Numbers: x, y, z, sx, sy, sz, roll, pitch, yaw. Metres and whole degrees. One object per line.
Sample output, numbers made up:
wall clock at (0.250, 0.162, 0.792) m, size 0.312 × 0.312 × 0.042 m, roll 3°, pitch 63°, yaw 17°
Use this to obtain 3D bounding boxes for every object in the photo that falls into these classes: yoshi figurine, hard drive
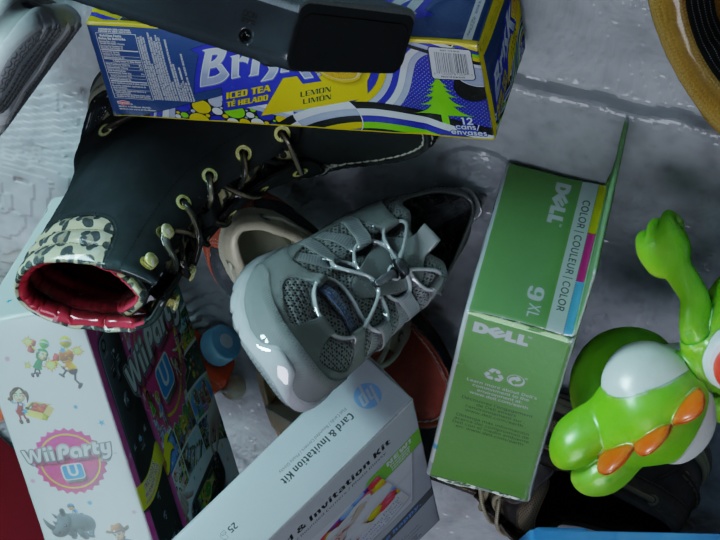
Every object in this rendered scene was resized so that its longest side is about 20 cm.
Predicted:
yoshi figurine at (0.176, 0.032, 1.270) m, size 0.200 × 0.113 × 0.112 m, roll -37°, pitch 161°, yaw 11°
hard drive at (-0.091, -0.131, 1.122) m, size 0.199 × 0.139 × 0.033 m, roll 19°, pitch 101°, yaw 19°

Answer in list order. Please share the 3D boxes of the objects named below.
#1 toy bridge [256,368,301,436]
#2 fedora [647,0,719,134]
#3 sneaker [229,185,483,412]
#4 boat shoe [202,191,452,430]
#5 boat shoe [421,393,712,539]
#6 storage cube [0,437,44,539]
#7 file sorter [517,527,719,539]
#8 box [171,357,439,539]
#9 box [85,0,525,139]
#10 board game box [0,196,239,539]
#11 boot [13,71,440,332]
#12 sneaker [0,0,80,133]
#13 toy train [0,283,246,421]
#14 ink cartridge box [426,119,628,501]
toy bridge at (-0.028, 0.088, 1.470) m, size 0.067 × 0.027 × 0.201 m, roll 25°, pitch 142°, yaw 47°
fedora at (0.212, -0.128, 1.071) m, size 0.200 × 0.082 × 0.202 m, roll 27°, pitch 133°, yaw 32°
sneaker at (0.000, 0.000, 1.264) m, size 0.082 × 0.200 × 0.075 m, roll -31°, pitch 100°, yaw 31°
boat shoe at (-0.013, 0.026, 1.366) m, size 0.200 × 0.071 × 0.063 m, roll 44°, pitch 178°, yaw -28°
boat shoe at (0.097, 0.111, 1.432) m, size 0.199 × 0.074 × 0.075 m, roll 4°, pitch 139°, yaw 18°
storage cube at (-0.296, 0.212, 1.634) m, size 0.170 × 0.181 × 0.200 m, roll -19°, pitch 129°, yaw 38°
file sorter at (0.152, 0.214, 1.408) m, size 0.138 × 0.124 × 0.200 m, roll 1°, pitch 168°, yaw -3°
box at (-0.030, 0.144, 1.354) m, size 0.041 × 0.156 × 0.200 m, roll 42°, pitch 166°, yaw 21°
box at (-0.025, -0.114, 1.220) m, size 0.199 × 0.070 × 0.065 m, roll 5°, pitch 139°, yaw 17°
board game box at (-0.134, 0.076, 1.379) m, size 0.064 × 0.148 × 0.201 m, roll -9°, pitch 116°, yaw 16°
boot at (-0.066, -0.037, 1.259) m, size 0.202 × 0.154 × 0.074 m, roll 1°, pitch 136°, yaw 24°
sneaker at (-0.188, -0.121, 1.225) m, size 0.082 × 0.075 × 0.200 m, roll 37°, pitch 174°, yaw -4°
toy train at (-0.170, 0.067, 1.508) m, size 0.150 × 0.056 × 0.200 m, roll 39°, pitch 137°, yaw -22°
ink cartridge box at (0.085, 0.018, 1.303) m, size 0.059 × 0.104 × 0.201 m, roll 15°, pitch 141°, yaw 4°
